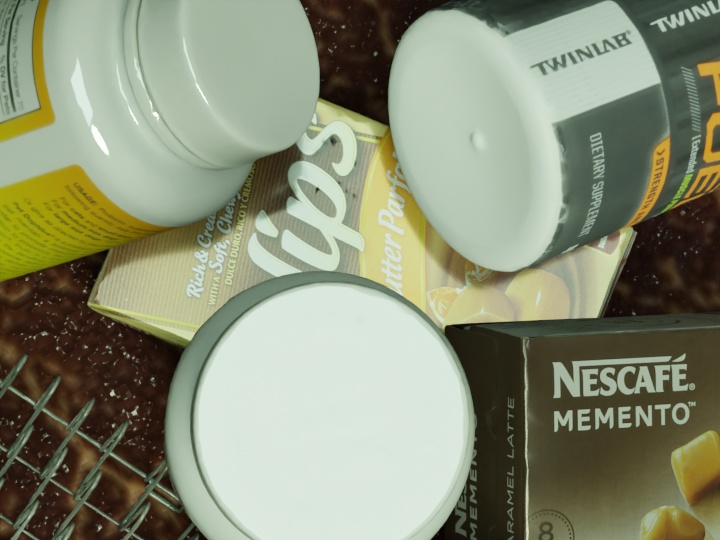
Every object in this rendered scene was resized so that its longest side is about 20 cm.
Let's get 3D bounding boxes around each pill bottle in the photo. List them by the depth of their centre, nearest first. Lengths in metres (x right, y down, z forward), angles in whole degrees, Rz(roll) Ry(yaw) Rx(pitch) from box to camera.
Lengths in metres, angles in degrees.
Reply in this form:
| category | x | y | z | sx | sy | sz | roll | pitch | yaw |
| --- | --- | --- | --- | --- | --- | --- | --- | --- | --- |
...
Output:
| category | x | y | z | sx | sy | sz | roll | pitch | yaw |
| --- | --- | --- | --- | --- | --- | --- | --- | --- | --- |
| pill bottle | -0.017 | 0.057 | 0.884 | 0.109 | 0.200 | 0.111 | 0 | 85 | -5 |
| pill bottle | -0.115 | -0.060 | 0.946 | 0.199 | 0.109 | 0.110 | -15 | 86 | 37 |
| pill bottle | 0.117 | -0.079 | 0.979 | 0.199 | 0.106 | 0.107 | -22 | 87 | -32 |

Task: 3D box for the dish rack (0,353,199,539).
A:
| category | x | y | z | sx | sy | sz | roll | pitch | yaw |
| --- | --- | --- | --- | --- | --- | --- | --- | --- | --- |
| dish rack | -0.130 | 0.105 | 0.966 | 0.199 | 0.055 | 0.154 | 33 | 48 | -9 |

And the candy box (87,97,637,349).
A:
| category | x | y | z | sx | sy | sz | roll | pitch | yaw |
| --- | --- | --- | --- | --- | --- | --- | --- | --- | --- |
| candy box | 0.000 | 0.000 | 1.018 | 0.199 | 0.055 | 0.116 | 22 | 86 | -1 |

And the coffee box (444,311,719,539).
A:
| category | x | y | z | sx | sy | sz | roll | pitch | yaw |
| --- | --- | --- | --- | --- | --- | --- | --- | --- | --- |
| coffee box | 0.138 | 0.073 | 0.971 | 0.198 | 0.080 | 0.115 | -1 | 94 | -21 |
